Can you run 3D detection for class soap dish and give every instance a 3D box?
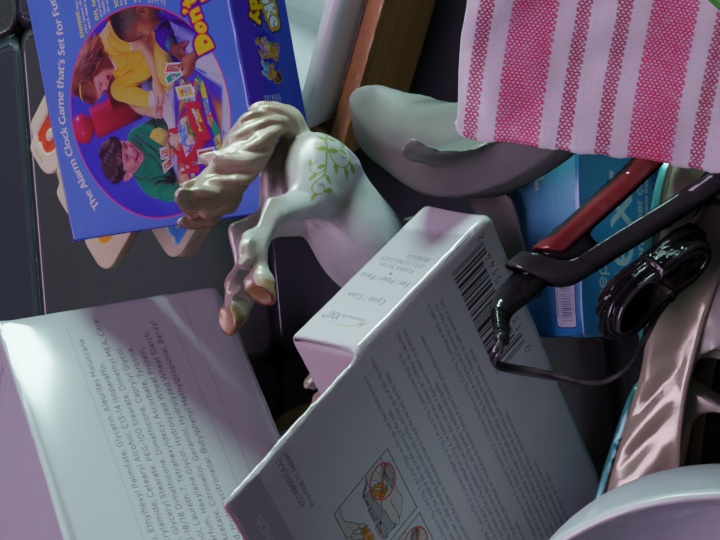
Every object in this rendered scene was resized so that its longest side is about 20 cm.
[{"bbox_3d":[-0.021,-0.180,0.920,0.157,0.081,0.201,34,114,41],"label":"soap dish"}]

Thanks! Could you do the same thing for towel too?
[{"bbox_3d":[0.139,-0.104,0.653,0.199,0.030,0.147,9,115,6],"label":"towel"}]

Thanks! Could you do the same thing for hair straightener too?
[{"bbox_3d":[0.134,-0.018,0.708,0.077,0.200,0.041,49,170,6],"label":"hair straightener"}]

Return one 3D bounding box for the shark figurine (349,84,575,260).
[{"bbox_3d":[0.061,-0.073,0.731,0.214,0.089,0.129,-38,65,44],"label":"shark figurine"}]

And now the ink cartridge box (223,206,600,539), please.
[{"bbox_3d":[0.025,0.104,0.747,0.045,0.176,0.201,11,136,45],"label":"ink cartridge box"}]

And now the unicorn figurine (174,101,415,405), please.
[{"bbox_3d":[0.000,0.000,0.808,0.073,0.200,0.138,-4,44,30],"label":"unicorn figurine"}]

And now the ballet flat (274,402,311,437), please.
[{"bbox_3d":[-0.007,0.106,0.924,0.199,0.063,0.069,-3,90,47],"label":"ballet flat"}]

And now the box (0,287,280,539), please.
[{"bbox_3d":[-0.125,0.151,0.955,0.201,0.130,0.199,65,150,29],"label":"box"}]

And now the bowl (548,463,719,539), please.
[{"bbox_3d":[0.148,0.154,0.710,0.200,0.090,0.202,3,114,8],"label":"bowl"}]

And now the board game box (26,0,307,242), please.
[{"bbox_3d":[-0.102,-0.123,0.876,0.134,0.045,0.201,-6,96,35],"label":"board game box"}]

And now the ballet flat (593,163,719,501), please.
[{"bbox_3d":[0.148,0.046,0.762,0.069,0.069,0.201,20,104,45],"label":"ballet flat"}]

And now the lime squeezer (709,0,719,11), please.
[{"bbox_3d":[0.188,-0.092,0.623,0.199,0.038,0.071,3,81,10],"label":"lime squeezer"}]

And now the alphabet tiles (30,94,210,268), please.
[{"bbox_3d":[-0.121,-0.107,0.961,0.200,0.015,0.196,54,126,31],"label":"alphabet tiles"}]

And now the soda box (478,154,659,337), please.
[{"bbox_3d":[0.097,-0.070,0.803,0.064,0.068,0.201,-2,90,47],"label":"soda box"}]
